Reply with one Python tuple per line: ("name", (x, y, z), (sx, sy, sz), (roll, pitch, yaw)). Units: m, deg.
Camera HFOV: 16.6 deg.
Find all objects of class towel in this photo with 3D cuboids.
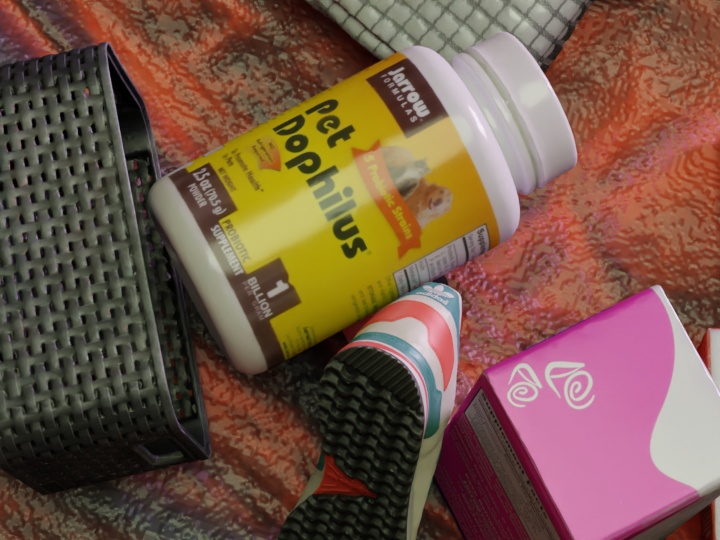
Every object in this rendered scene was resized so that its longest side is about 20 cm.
("towel", (0.043, -0.196, 1.336), (0.200, 0.086, 0.166), (38, 102, 8))

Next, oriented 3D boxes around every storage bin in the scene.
("storage bin", (-0.145, 0.001, 1.244), (0.093, 0.135, 0.201), (-11, 76, 2))

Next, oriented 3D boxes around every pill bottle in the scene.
("pill bottle", (0.003, -0.039, 1.222), (0.200, 0.109, 0.109), (-29, 80, -7))

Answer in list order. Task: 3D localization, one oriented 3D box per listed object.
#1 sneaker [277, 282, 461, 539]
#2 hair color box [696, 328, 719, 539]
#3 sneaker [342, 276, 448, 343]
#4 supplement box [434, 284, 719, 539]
("sneaker", (0.015, 0.090, 1.237), (0.070, 0.200, 0.093), (26, 45, 15))
("hair color box", (0.224, 0.132, 1.252), (0.101, 0.061, 0.201), (1, 76, 1))
("sneaker", (0.000, 0.000, 1.318), (0.086, 0.074, 0.201), (-8, 78, 15))
("supplement box", (0.110, 0.096, 1.226), (0.101, 0.200, 0.104), (-25, 79, -13))
